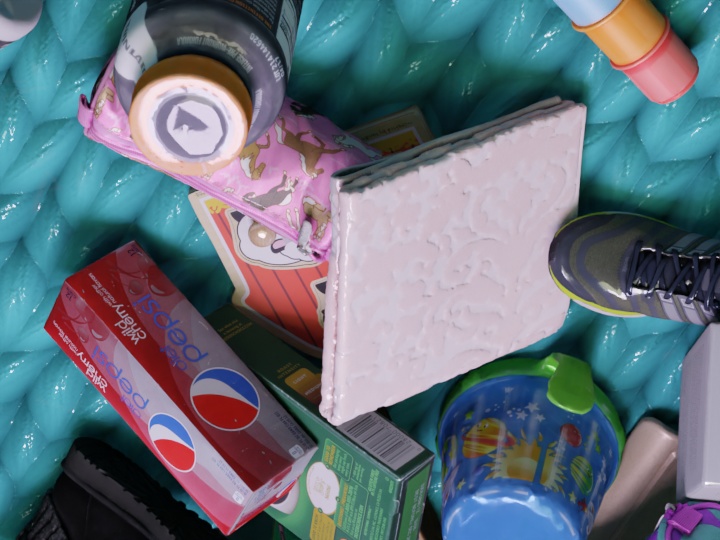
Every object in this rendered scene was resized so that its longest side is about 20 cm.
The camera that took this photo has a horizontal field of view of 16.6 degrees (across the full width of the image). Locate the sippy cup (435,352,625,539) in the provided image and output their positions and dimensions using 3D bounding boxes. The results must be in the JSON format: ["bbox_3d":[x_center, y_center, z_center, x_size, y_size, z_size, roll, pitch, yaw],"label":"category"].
[{"bbox_3d":[0.113,0.152,1.737,0.139,0.130,0.178,-9,120,16],"label":"sippy cup"}]

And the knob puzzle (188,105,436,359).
[{"bbox_3d":[0.000,0.000,1.706,0.219,0.031,0.220,2,126,3],"label":"knob puzzle"}]

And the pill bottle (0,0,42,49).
[{"bbox_3d":[-0.312,-0.158,1.570,0.200,0.114,0.114,-26,120,23],"label":"pill bottle"}]

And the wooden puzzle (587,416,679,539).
[{"bbox_3d":[0.257,0.208,1.832,0.199,0.037,0.185,26,125,-6],"label":"wooden puzzle"}]

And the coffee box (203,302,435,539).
[{"bbox_3d":[-0.041,0.123,1.723,0.200,0.044,0.123,34,136,26],"label":"coffee box"}]

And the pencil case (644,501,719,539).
[{"bbox_3d":[0.200,0.222,1.715,0.093,0.085,0.200,61,148,8],"label":"pencil case"}]

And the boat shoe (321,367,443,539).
[{"bbox_3d":[-0.001,0.151,1.793,0.065,0.072,0.200,-16,128,15],"label":"boat shoe"}]

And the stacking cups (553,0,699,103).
[{"bbox_3d":[0.138,-0.179,1.543,0.060,0.061,0.200,-32,117,25],"label":"stacking cups"}]

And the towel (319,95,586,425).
[{"bbox_3d":[0.060,-0.008,1.626,0.199,0.032,0.192,-21,130,-29],"label":"towel"}]

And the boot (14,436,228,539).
[{"bbox_3d":[-0.174,0.239,1.796,0.079,0.211,0.158,16,108,-57],"label":"boot"}]

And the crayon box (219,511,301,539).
[{"bbox_3d":[-0.103,0.278,1.813,0.118,0.200,0.058,-26,122,22],"label":"crayon box"}]

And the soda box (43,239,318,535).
[{"bbox_3d":[-0.124,0.079,1.689,0.200,0.070,0.063,47,141,13],"label":"soda box"}]

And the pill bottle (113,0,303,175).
[{"bbox_3d":[-0.092,-0.141,1.507,0.106,0.200,0.107,3,126,4],"label":"pill bottle"}]

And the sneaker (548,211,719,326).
[{"bbox_3d":[0.223,0.003,1.643,0.199,0.081,0.074,10,86,-8],"label":"sneaker"}]

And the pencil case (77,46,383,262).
[{"bbox_3d":[-0.084,-0.083,1.609,0.199,0.087,0.083,29,110,-4],"label":"pencil case"}]

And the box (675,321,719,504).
[{"bbox_3d":[0.294,0.102,1.639,0.152,0.107,0.200,4,171,2],"label":"box"}]
